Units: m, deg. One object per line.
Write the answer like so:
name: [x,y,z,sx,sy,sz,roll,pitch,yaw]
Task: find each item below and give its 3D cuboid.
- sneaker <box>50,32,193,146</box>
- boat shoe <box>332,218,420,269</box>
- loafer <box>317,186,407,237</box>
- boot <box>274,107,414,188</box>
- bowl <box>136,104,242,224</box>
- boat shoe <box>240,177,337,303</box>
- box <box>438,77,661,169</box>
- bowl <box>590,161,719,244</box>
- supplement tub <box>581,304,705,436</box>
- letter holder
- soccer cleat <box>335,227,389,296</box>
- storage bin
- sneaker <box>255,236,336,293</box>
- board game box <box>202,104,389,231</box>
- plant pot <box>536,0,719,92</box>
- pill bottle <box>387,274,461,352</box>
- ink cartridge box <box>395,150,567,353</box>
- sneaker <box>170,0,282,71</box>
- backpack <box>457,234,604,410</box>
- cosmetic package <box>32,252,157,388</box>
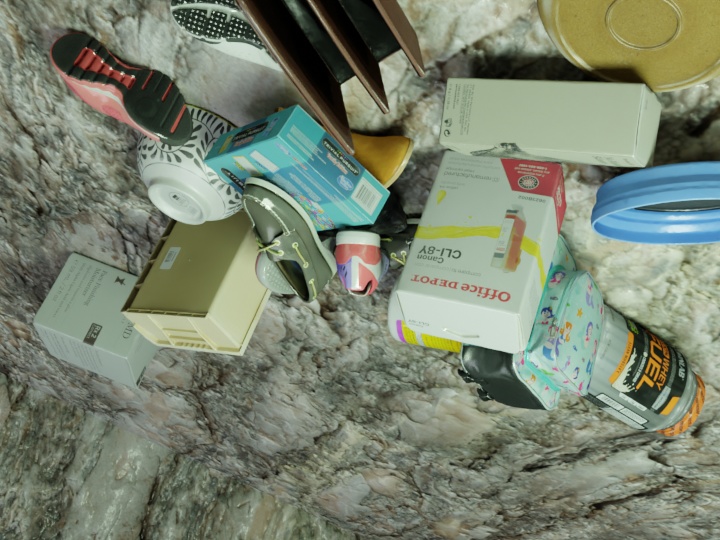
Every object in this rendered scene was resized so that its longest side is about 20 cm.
sneaker: [-0.300,-0.225,1.137,0.199,0.074,0.087,34,161,-6]
boat shoe: [0.050,-0.029,1.212,0.199,0.061,0.072,2,150,35]
loafer: [-0.029,-0.069,1.193,0.197,0.074,0.072,3,152,36]
boot: [-0.040,-0.147,1.060,0.143,0.072,0.200,35,155,-23]
bowl: [-0.232,-0.126,1.216,0.198,0.095,0.202,18,153,10]
boat shoe: [-0.091,-0.034,1.086,0.071,0.061,0.202,16,155,35]
box: [0.182,-0.144,0.865,0.197,0.070,0.082,10,-178,31]
bowl: [0.330,-0.065,0.884,0.197,0.040,0.201,1,170,0]
supplement tub: [0.363,0.138,1.210,0.198,0.124,0.122,30,152,-15]
letter holder: [-0.024,-0.224,0.801,0.099,0.144,0.200,-25,134,16]
soccer cleat: [0.000,0.000,1.105,0.067,0.075,0.200,3,171,4]
storage bin: [-0.235,0.011,1.345,0.196,0.202,0.094,1,146,35]
sneaker: [-0.113,-0.021,1.247,0.103,0.077,0.200,14,-164,25]
board game box: [-0.080,-0.111,1.048,0.151,0.047,0.199,41,157,-25]
plant pot: [0.245,-0.221,0.763,0.197,0.028,0.201,18,153,9]
pill bottle: [0.144,0.064,1.262,0.197,0.105,0.105,9,150,25]
ink cartridge box: [0.139,-0.026,0.999,0.143,0.202,0.084,10,151,21]
sneaker: [-0.100,-0.252,0.940,0.197,0.075,0.080,21,-178,-9]
backpack: [0.213,0.054,1.088,0.148,0.203,0.177,-1,154,30]
cosmetic package: [-0.500,0.100,1.743,0.197,0.167,0.166,19,152,4]
